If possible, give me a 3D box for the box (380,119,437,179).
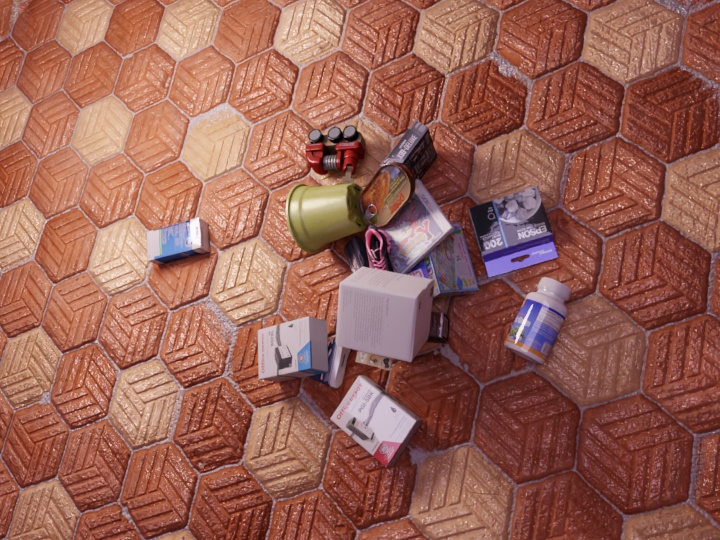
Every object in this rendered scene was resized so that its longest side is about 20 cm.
[{"bbox_3d":[0.140,-0.306,1.659,0.050,0.200,0.158,36,90,19],"label":"box"}]

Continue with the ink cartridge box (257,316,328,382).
[{"bbox_3d":[-0.192,0.224,1.661,0.198,0.083,0.147,-17,68,33],"label":"ink cartridge box"}]

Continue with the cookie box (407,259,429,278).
[{"bbox_3d":[0.121,-0.009,1.655,0.169,0.075,0.203,-17,71,13],"label":"cookie box"}]

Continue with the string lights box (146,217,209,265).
[{"bbox_3d":[-0.592,-0.093,1.920,0.197,0.059,0.104,-12,73,15],"label":"string lights box"}]

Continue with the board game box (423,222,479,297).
[{"bbox_3d":[0.234,-0.032,1.603,0.133,0.034,0.203,-3,69,-28],"label":"board game box"}]

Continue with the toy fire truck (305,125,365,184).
[{"bbox_3d":[-0.075,-0.312,1.788,0.173,0.129,0.203,-1,66,18],"label":"toy fire truck"}]

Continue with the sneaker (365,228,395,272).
[{"bbox_3d":[0.050,-0.020,1.558,0.078,0.095,0.203,-16,74,11],"label":"sneaker"}]

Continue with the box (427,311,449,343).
[{"bbox_3d":[0.134,0.150,1.597,0.197,0.100,0.076,2,77,19],"label":"box"}]

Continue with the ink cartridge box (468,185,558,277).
[{"bbox_3d":[0.412,-0.105,1.604,0.196,0.043,0.203,-18,73,13],"label":"ink cartridge box"}]

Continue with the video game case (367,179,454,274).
[{"bbox_3d":[0.132,-0.114,1.595,0.200,0.023,0.183,-44,60,21],"label":"video game case"}]

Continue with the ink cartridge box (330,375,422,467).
[{"bbox_3d":[0.041,0.397,1.572,0.199,0.083,0.148,34,89,22],"label":"ink cartridge box"}]

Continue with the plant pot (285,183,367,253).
[{"bbox_3d":[-0.080,-0.163,1.676,0.182,0.200,0.204,-9,73,29],"label":"plant pot"}]

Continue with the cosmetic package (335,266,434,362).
[{"bbox_3d":[0.062,0.102,1.457,0.197,0.165,0.168,11,107,19],"label":"cosmetic package"}]

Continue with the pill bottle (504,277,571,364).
[{"bbox_3d":[0.452,0.125,1.493,0.111,0.112,0.202,24,84,22],"label":"pill bottle"}]

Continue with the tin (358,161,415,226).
[{"bbox_3d":[0.070,-0.201,1.572,0.112,0.042,0.200,52,133,11],"label":"tin"}]

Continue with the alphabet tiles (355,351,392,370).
[{"bbox_3d":[0.054,0.154,1.566,0.164,0.006,0.203,10,80,19],"label":"alphabet tiles"}]

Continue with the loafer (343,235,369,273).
[{"bbox_3d":[0.000,0.000,1.706,0.063,0.071,0.202,-30,61,29],"label":"loafer"}]

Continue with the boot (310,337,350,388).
[{"bbox_3d":[-0.080,0.221,1.664,0.089,0.073,0.203,12,81,26],"label":"boot"}]
